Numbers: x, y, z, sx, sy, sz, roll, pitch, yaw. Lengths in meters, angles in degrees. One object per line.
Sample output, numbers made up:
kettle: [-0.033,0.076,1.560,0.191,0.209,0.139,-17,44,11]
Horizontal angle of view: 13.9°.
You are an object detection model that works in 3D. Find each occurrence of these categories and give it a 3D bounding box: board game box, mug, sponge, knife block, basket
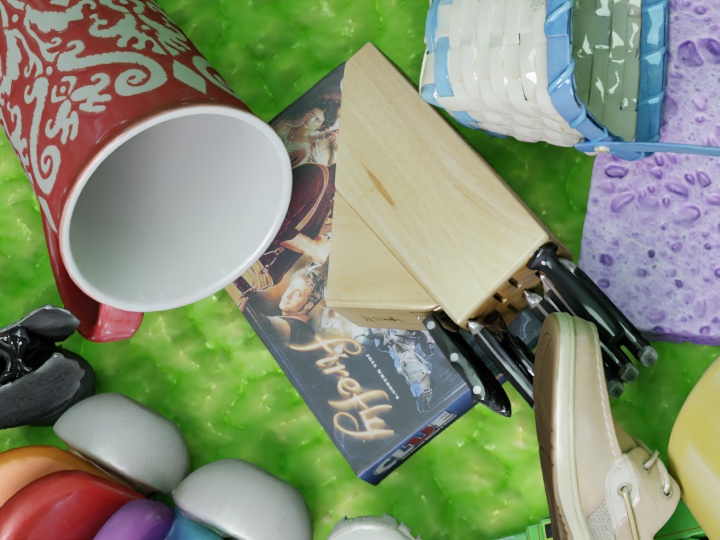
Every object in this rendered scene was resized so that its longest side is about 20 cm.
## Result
board game box: [0.000,0.000,1.662,0.135,0.035,0.200,-39,70,6]
mug: [-0.152,-0.073,1.652,0.178,0.133,0.200,-49,44,14]
sponge: [0.184,-0.059,1.618,0.111,0.030,0.200,6,80,19]
knife block: [0.074,-0.019,1.590,0.175,0.064,0.200,1,79,17]
basket: [0.138,-0.147,1.558,0.200,0.139,0.177,0,79,32]

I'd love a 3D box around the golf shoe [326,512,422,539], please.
golf shoe: [0.020,0.228,1.545,0.078,0.097,0.200,-13,96,19]

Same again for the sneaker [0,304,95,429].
sneaker: [-0.230,0.066,1.675,0.199,0.104,0.060,-14,74,22]

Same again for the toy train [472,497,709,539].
toy train: [0.101,0.162,1.594,0.200,0.042,0.057,-15,65,15]

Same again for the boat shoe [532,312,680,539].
boat shoe: [0.129,0.113,1.514,0.065,0.072,0.200,-9,107,-1]

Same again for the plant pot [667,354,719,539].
plant pot: [0.262,0.120,1.480,0.201,0.201,0.189,-48,53,3]

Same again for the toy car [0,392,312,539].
toy car: [-0.135,0.165,1.609,0.200,0.150,0.175,27,87,21]
